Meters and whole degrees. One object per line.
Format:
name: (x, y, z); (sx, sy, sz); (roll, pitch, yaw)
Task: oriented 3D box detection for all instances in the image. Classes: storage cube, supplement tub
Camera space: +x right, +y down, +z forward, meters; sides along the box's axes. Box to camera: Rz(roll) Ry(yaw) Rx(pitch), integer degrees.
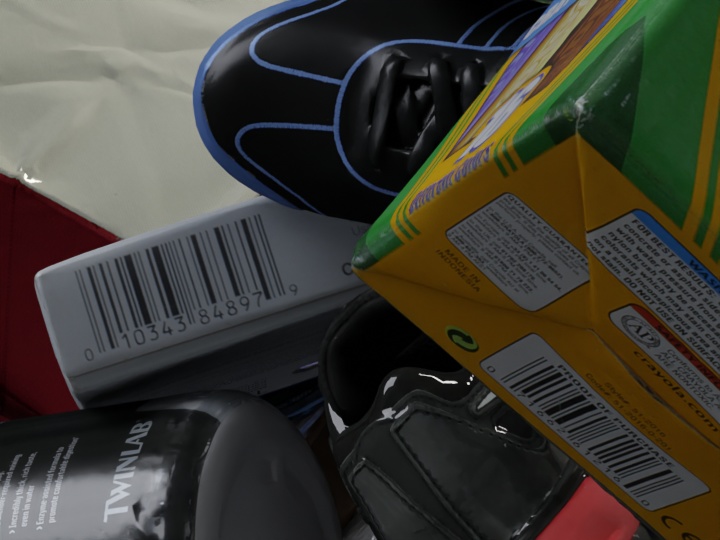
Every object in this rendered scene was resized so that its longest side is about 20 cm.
storage cube: (-0.105, -0.029, 1.100); (0.200, 0.170, 0.180); (-53, -16, -38)
supplement tub: (-0.112, 0.107, 0.765); (0.199, 0.123, 0.123); (-9, 23, 21)

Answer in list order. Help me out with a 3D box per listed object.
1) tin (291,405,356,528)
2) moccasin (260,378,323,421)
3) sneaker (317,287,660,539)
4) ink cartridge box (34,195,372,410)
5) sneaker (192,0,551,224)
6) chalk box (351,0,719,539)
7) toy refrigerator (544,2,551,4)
tin: (-0.065, 0.126, 1.035); (0.200, 0.042, 0.112); (-45, 4, 18)
moccasin: (0.019, 0.009, 0.995); (0.200, 0.081, 0.068); (-39, 25, -25)
sneaker: (0.040, 0.028, 0.695); (0.071, 0.098, 0.201); (-49, 5, 23)
ink cartridge box: (0.000, 0.000, 0.819); (0.199, 0.041, 0.200); (-18, -7, -6)
sneaker: (0.049, -0.040, 0.676); (0.078, 0.199, 0.071); (-14, -71, -84)
chalk box: (0.117, -0.046, 0.541); (0.200, 0.125, 0.124); (-52, 8, -21)
toy refrigerator: (0.101, -0.143, 0.901); (0.200, 0.076, 0.070); (-42, 16, 24)
